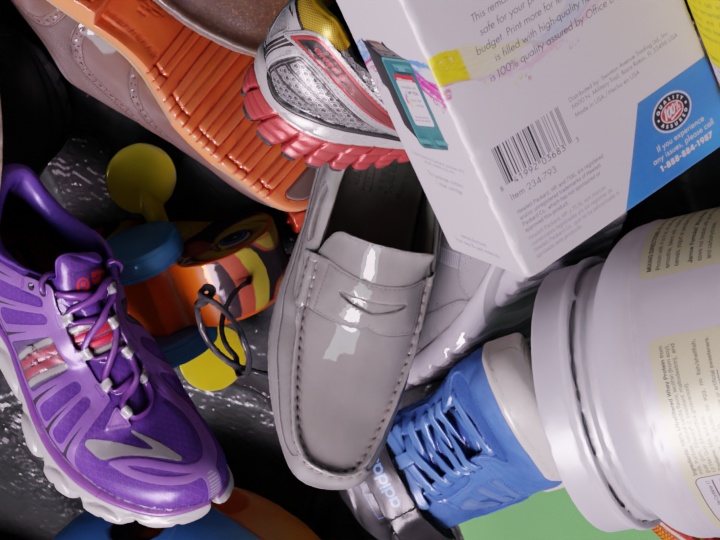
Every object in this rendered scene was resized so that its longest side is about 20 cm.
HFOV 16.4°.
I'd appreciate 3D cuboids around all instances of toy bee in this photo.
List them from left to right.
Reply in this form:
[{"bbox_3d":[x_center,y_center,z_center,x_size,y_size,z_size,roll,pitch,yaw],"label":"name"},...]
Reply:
[{"bbox_3d":[-0.076,0.007,1.256,0.200,0.109,0.131,32,142,38],"label":"toy bee"}]

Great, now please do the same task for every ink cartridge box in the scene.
[{"bbox_3d":[0.058,-0.114,1.001,0.067,0.116,0.201,25,144,59],"label":"ink cartridge box"}]

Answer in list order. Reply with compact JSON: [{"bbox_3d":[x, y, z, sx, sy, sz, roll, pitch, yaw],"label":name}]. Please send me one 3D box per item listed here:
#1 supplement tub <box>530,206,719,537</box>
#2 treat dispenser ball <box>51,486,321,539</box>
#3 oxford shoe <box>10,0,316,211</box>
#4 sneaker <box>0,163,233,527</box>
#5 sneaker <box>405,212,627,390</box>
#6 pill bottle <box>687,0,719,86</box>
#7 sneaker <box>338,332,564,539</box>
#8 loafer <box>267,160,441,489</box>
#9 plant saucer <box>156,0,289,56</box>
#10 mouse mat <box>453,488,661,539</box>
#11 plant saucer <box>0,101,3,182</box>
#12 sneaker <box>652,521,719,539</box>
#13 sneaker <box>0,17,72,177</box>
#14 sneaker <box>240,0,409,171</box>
[{"bbox_3d":[0.189,0.037,1.091,0.199,0.145,0.145,-14,119,25],"label":"supplement tub"},{"bbox_3d":[-0.095,0.215,1.352,0.200,0.201,0.202,14,131,16],"label":"treat dispenser ball"},{"bbox_3d":[-0.096,-0.101,1.200,0.200,0.071,0.073,46,150,-6],"label":"oxford shoe"},{"bbox_3d":[-0.132,0.035,1.182,0.200,0.080,0.084,50,145,15],"label":"sneaker"},{"bbox_3d":[0.059,-0.009,1.202,0.082,0.074,0.200,62,142,19],"label":"sneaker"},{"bbox_3d":[0.171,-0.150,0.988,0.109,0.109,0.201,-8,122,31],"label":"pill bottle"},{"bbox_3d":[0.041,0.088,1.185,0.111,0.200,0.077,-24,82,0],"label":"sneaker"},{"bbox_3d":[0.000,0.000,1.144,0.070,0.201,0.070,8,172,-12],"label":"loafer"},{"bbox_3d":[-0.034,-0.185,1.102,0.199,0.037,0.201,14,131,16],"label":"plant saucer"},{"bbox_3d":[0.138,0.164,1.274,0.200,0.008,0.162,-24,89,46],"label":"mouse mat"},{"bbox_3d":[-0.244,-0.068,1.230,0.200,0.037,0.202,8,100,50],"label":"plant saucer"},{"bbox_3d":[0.219,0.146,1.167,0.199,0.073,0.077,24,143,11],"label":"sneaker"},{"bbox_3d":[-0.202,-0.041,1.275,0.076,0.091,0.201,22,132,12],"label":"sneaker"},{"bbox_3d":[0.053,-0.082,1.079,0.199,0.078,0.082,3,140,-19],"label":"sneaker"}]
